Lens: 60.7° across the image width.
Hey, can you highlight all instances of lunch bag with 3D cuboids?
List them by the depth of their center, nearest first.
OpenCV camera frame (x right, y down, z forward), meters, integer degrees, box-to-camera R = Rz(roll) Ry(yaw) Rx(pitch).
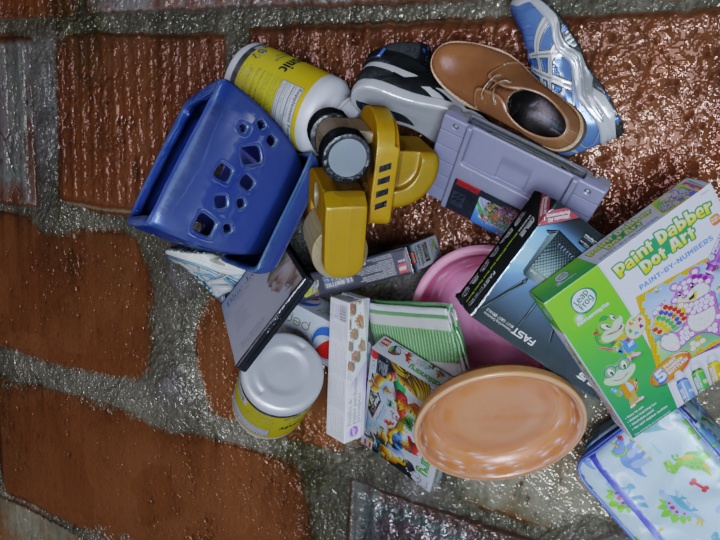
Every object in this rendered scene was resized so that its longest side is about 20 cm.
[{"bbox_3d":[0.364,0.254,0.709,0.161,0.082,0.201,-45,77,29],"label":"lunch bag"}]

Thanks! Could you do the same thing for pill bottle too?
[{"bbox_3d":[-0.081,-0.224,0.839,0.199,0.111,0.112,30,111,19],"label":"pill bottle"},{"bbox_3d":[-0.125,0.176,0.884,0.112,0.111,0.200,50,150,11],"label":"pill bottle"}]

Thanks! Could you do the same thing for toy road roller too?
[{"bbox_3d":[0.011,-0.097,0.746,0.144,0.123,0.202,0,117,-14],"label":"toy road roller"}]

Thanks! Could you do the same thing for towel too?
[{"bbox_3d":[0.087,0.131,0.805,0.152,0.023,0.202,0,117,45],"label":"towel"}]

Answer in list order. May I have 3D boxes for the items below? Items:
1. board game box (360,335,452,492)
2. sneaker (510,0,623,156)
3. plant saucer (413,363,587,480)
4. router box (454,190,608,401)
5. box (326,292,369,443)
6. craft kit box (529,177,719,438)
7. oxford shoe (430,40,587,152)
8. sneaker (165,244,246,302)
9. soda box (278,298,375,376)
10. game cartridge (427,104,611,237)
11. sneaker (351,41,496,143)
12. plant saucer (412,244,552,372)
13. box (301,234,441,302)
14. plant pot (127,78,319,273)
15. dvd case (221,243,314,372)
[{"bbox_3d":[0.064,0.196,0.828,0.126,0.035,0.201,29,134,27],"label":"board game box"},{"bbox_3d":[0.219,-0.225,0.704,0.077,0.076,0.201,-30,83,23],"label":"sneaker"},{"bbox_3d":[0.160,0.175,0.722,0.198,0.038,0.202,-1,129,-1],"label":"plant saucer"},{"bbox_3d":[0.229,0.030,0.683,0.199,0.062,0.150,33,101,-14],"label":"router box"},{"bbox_3d":[-0.018,0.131,0.830,0.041,0.038,0.202,15,109,45],"label":"box"},{"bbox_3d":[0.311,0.043,0.641,0.199,0.049,0.198,-37,104,5],"label":"craft kit box"},{"bbox_3d":[0.154,-0.200,0.673,0.199,0.071,0.072,36,112,21],"label":"oxford shoe"},{"bbox_3d":[-0.231,0.007,0.975,0.198,0.077,0.087,12,107,25],"label":"sneaker"},{"bbox_3d":[-0.062,0.085,0.908,0.199,0.064,0.069,25,111,22],"label":"soda box"},{"bbox_3d":[0.174,-0.097,0.729,0.199,0.038,0.130,29,139,13],"label":"game cartridge"},{"bbox_3d":[0.096,-0.226,0.771,0.198,0.113,0.073,21,154,-5],"label":"sneaker"},{"bbox_3d":[0.164,0.065,0.796,0.199,0.051,0.203,5,101,26],"label":"plant saucer"},{"bbox_3d":[0.000,0.000,0.835,0.198,0.110,0.035,-15,94,28],"label":"box"},{"bbox_3d":[-0.177,-0.109,0.824,0.200,0.179,0.201,12,75,61],"label":"plant pot"},{"bbox_3d":[-0.131,0.032,0.826,0.017,0.200,0.143,35,96,-26],"label":"dvd case"}]
